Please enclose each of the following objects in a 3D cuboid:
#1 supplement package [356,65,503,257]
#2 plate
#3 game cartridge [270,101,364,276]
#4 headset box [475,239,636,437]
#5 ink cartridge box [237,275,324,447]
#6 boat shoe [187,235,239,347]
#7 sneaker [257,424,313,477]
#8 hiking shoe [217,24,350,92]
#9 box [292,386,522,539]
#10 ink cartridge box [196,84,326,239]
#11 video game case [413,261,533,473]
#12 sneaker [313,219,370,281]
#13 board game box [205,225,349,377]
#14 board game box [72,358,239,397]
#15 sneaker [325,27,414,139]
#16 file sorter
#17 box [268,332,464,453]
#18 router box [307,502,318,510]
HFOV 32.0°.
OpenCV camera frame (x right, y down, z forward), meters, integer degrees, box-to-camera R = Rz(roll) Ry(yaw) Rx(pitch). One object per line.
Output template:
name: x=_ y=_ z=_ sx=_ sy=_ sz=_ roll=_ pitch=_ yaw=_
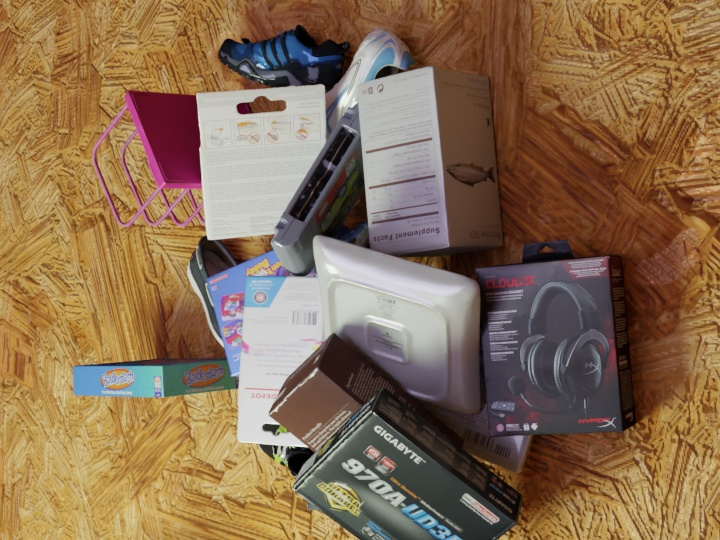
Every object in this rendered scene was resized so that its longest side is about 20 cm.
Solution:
supplement package: x=0.080 y=-0.120 z=1.444 sx=0.116 sy=0.116 sz=0.203 roll=-7 pitch=87 yaw=39
plate: x=0.036 y=0.068 z=1.371 sx=0.197 sy=0.032 sz=0.202 roll=17 pitch=135 yaw=23
game cartridge: x=-0.037 y=-0.093 z=1.508 sx=0.041 sy=0.133 sz=0.202 roll=28 pitch=78 yaw=10
headset box: x=0.207 y=0.070 z=1.339 sx=0.147 sy=0.077 sz=0.203 roll=-5 pitch=89 yaw=23
ink cartridge box: x=-0.083 y=0.111 z=1.532 sx=0.114 sy=0.068 sz=0.203 roll=1 pitch=83 yaw=24
boat shoe: x=-0.176 y=0.038 z=1.699 sx=0.201 sy=0.075 sz=0.061 roll=51 pitch=139 yaw=27
sneaker: x=-0.067 y=0.214 z=1.522 sx=0.198 sy=0.082 sz=0.073 roll=9 pitch=96 yaw=41
hiking shoe: x=-0.097 y=-0.279 z=1.639 sx=0.198 sy=0.074 sz=0.088 roll=23 pitch=99 yaw=29
box: x=0.049 y=0.238 z=1.348 sx=0.199 sy=0.046 sz=0.159 roll=38 pitch=125 yaw=-8
ink cartridge box: x=-0.120 y=-0.140 z=1.556 sx=0.050 sy=0.158 sz=0.203 roll=-106 pitch=13 yaw=-59
video game case: x=0.119 y=0.108 z=1.428 sx=0.198 sy=0.022 sz=0.185 roll=20 pitch=97 yaw=22
sneaker: x=0.000 y=0.000 z=1.488 sx=0.077 sy=0.200 sz=0.086 roll=-31 pitch=100 yaw=21
board game box: x=-0.090 y=0.040 z=1.606 sx=0.198 sy=0.045 sz=0.136 roll=-22 pitch=76 yaw=20
board game box: x=-0.281 y=0.148 z=1.749 sx=0.198 sy=0.151 sz=0.046 roll=-3 pitch=88 yaw=41
sneaker: x=-0.005 y=-0.205 z=1.553 sx=0.073 sy=0.071 sz=0.201 roll=49 pitch=125 yaw=18
file sorter: x=-0.235 y=-0.140 z=1.673 sx=0.125 sy=0.198 sz=0.140 roll=-41 pitch=66 yaw=37
box: x=0.008 y=0.175 z=1.395 sx=0.199 sy=0.075 sz=0.100 roll=40 pitch=125 yaw=-11
router box: x=0.017 y=0.217 z=1.544 sx=0.198 sy=0.062 sz=0.152 roll=-8 pitch=85 yaw=41
